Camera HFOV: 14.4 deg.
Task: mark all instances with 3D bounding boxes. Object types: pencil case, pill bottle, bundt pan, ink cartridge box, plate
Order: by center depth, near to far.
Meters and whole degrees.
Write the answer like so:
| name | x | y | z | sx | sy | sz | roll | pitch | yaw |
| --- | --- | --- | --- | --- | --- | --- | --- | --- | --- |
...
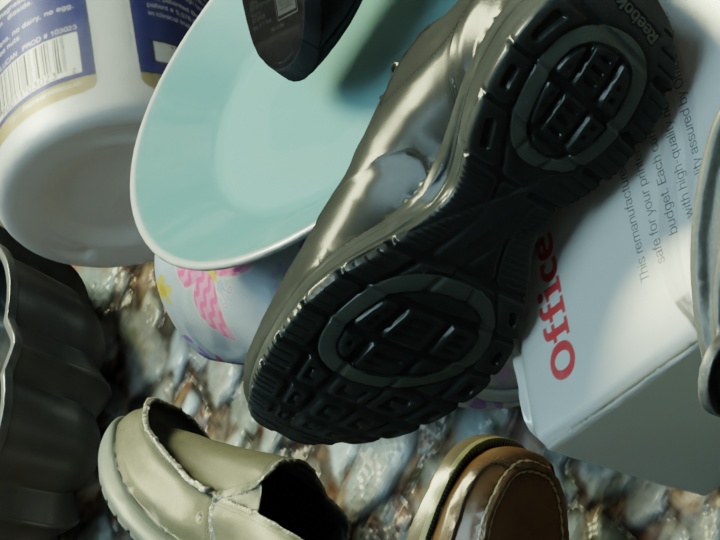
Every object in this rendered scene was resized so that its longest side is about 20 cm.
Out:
| name | x | y | z | sx | sy | sz | roll | pitch | yaw |
| --- | --- | --- | --- | --- | --- | --- | --- | --- | --- |
| ink cartridge box | 0.138 | -0.040 | 0.928 | 0.200 | 0.082 | 0.147 | -39 | 46 | 38 |
| plate | -0.009 | -0.079 | 1.092 | 0.200 | 0.026 | 0.201 | -33 | 36 | 27 |
| pencil case | 0.000 | 0.000 | 1.100 | 0.199 | 0.083 | 0.091 | 6 | 85 | 55 |
| pill bottle | -0.120 | -0.111 | 1.294 | 0.111 | 0.111 | 0.201 | -42 | 44 | 35 |
| bundt pan | -0.184 | 0.073 | 1.327 | 0.201 | 0.075 | 0.203 | -27 | 54 | 45 |

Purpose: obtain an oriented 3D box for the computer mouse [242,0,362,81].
| name | x | y | z | sx | sy | sz | roll | pitch | yaw |
| --- | --- | --- | --- | --- | --- | --- | --- | --- | --- |
| computer mouse | -0.013 | -0.178 | 1.048 | 0.140 | 0.046 | 0.202 | 153 | 108 | -66 |

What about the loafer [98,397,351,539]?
| name | x | y | z | sx | sy | sz | roll | pitch | yaw |
| --- | --- | --- | --- | --- | --- | --- | --- | --- | --- |
| loafer | -0.037 | 0.104 | 1.126 | 0.070 | 0.075 | 0.200 | -52 | 42 | 6 |

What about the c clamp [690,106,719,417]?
| name | x | y | z | sx | sy | sz | roll | pitch | yaw |
| --- | --- | --- | --- | --- | --- | --- | --- | --- | --- |
| c clamp | 0.161 | 0.024 | 0.802 | 0.199 | 0.027 | 0.172 | 28 | 108 | 42 |

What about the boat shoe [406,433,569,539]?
| name | x | y | z | sx | sy | sz | roll | pitch | yaw |
| --- | --- | --- | --- | --- | --- | --- | --- | --- | --- |
| boat shoe | 0.051 | 0.159 | 0.978 | 0.068 | 0.072 | 0.202 | 5 | 88 | 50 |

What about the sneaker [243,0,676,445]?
| name | x | y | z | sx | sy | sz | roll | pitch | yaw |
| --- | --- | --- | --- | --- | --- | --- | --- | --- | --- |
| sneaker | 0.028 | -0.027 | 0.952 | 0.200 | 0.076 | 0.091 | -51 | 30 | 17 |
